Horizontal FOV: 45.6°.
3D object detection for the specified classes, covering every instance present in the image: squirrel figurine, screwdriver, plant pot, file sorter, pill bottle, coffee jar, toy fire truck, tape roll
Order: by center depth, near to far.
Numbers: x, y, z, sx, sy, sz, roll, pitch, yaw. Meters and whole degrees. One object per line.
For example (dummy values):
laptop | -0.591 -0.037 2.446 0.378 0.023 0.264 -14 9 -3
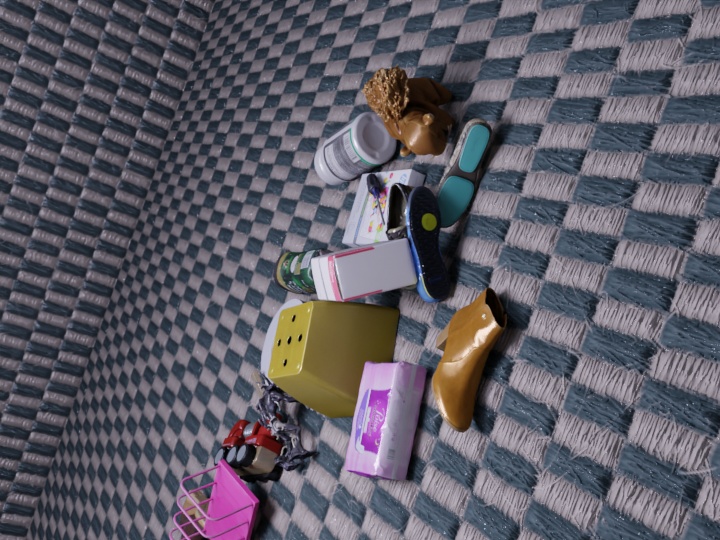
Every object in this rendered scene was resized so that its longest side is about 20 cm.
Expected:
squirrel figurine | 0.087 -0.293 1.626 0.142 0.198 0.188 -45 24 24
plant pot | -0.063 0.157 1.632 0.198 0.174 0.205 -16 58 54
screwdriver | 0.035 -0.136 1.699 0.202 0.027 0.030 -102 -2 -52
file sorter | -0.316 0.534 1.794 0.138 0.124 0.204 36 123 35
pill bottle | -0.016 -0.260 1.870 0.199 0.111 0.116 -20 55 58
tape roll | -0.144 0.168 1.877 0.200 0.065 0.204 -39 41 43
coffee jar | -0.113 0.005 1.886 0.199 0.103 0.087 -3 66 60
toy fire truck | -0.236 0.344 1.889 0.175 0.127 0.204 -23 42 53

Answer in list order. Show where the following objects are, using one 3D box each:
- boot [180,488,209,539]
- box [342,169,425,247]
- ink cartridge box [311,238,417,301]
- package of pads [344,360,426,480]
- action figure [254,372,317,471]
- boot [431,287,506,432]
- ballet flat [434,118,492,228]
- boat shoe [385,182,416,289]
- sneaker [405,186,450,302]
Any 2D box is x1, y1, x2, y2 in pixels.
boot | -0.376 0.629 2.016 0.199 0.071 0.171 23 105 60
box | 0.044 -0.122 1.759 0.199 0.041 0.160 7 78 60
ink cartridge box | 0.000 0.000 1.557 0.200 0.143 0.085 179 77 -75
package of pads | 0.044 0.258 1.488 0.120 0.074 0.205 -12 62 58
action figure | -0.155 0.307 1.776 0.119 0.100 0.203 -50 52 40
boot | 0.176 0.134 1.340 0.144 0.070 0.204 -49 30 39
ballet flat | 0.181 -0.176 1.537 0.075 0.066 0.204 -102 32 -74
boat shoe | 0.077 -0.067 1.612 0.072 0.064 0.205 -18 68 35
sneaker | 0.108 -0.044 1.517 0.078 0.064 0.205 170 91 -71
